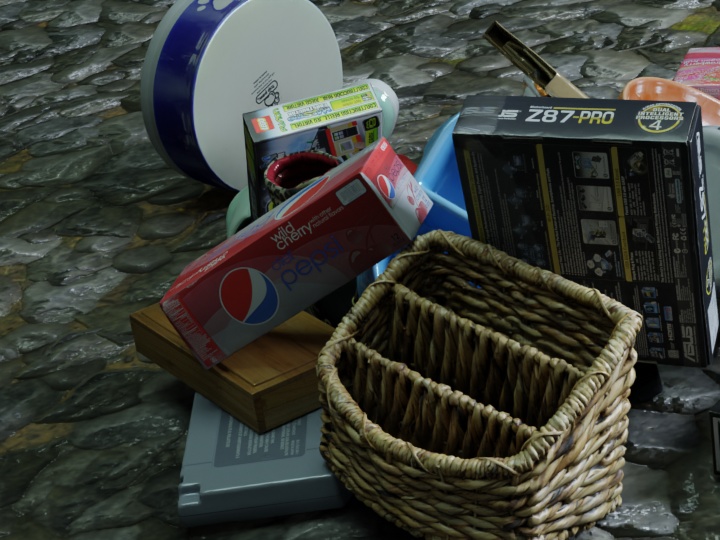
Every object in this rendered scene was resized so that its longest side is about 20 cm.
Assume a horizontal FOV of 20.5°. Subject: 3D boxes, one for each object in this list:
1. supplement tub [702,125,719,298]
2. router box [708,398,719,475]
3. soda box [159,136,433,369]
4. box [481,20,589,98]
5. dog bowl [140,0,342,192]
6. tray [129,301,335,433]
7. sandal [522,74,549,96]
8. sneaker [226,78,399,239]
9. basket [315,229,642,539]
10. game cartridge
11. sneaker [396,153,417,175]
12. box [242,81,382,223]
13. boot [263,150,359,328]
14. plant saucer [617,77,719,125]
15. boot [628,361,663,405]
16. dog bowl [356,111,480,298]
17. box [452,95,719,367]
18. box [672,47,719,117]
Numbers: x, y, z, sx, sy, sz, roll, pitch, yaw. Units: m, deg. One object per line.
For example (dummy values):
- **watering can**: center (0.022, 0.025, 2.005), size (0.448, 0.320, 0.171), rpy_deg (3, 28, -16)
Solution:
- **supplement tub**: center (0.303, -0.036, 1.469), size (0.122, 0.124, 0.199), rpy_deg (14, 4, 43)
- **router box**: center (0.348, 0.083, 1.342), size (0.156, 0.053, 0.200), rpy_deg (9, 30, 35)
- **soda box**: center (-0.048, -0.011, 1.418), size (0.199, 0.064, 0.070), rpy_deg (-32, 14, 27)
- **box**: center (0.205, -0.134, 1.738), size (0.021, 0.200, 0.164), rpy_deg (-51, 27, 8)
- **dog bowl**: center (-0.112, -0.177, 1.917), size (0.199, 0.202, 0.078), rpy_deg (-29, 33, -36)
- **tray**: center (-0.087, 0.058, 1.507), size (0.098, 0.037, 0.200), rpy_deg (-22, 26, -26)
- **sandal**: center (0.182, -0.109, 1.813), size (0.059, 0.079, 0.207), rpy_deg (-44, 37, 13)
- **sneaker**: center (-0.040, -0.077, 1.750), size (0.200, 0.074, 0.118), rpy_deg (-43, 16, 17)
- **basket**: center (0.065, 0.079, 1.299), size (0.142, 0.150, 0.199), rpy_deg (-20, 34, -39)
- **game cartridge**: center (-0.059, 0.119, 1.446), size (0.132, 0.041, 0.200), rpy_deg (-11, 24, 6)
- **sneaker**: center (0.060, -0.049, 1.752), size (0.084, 0.078, 0.200), rpy_deg (5, 21, -17)
- **box**: center (-0.037, -0.064, 1.648), size (0.109, 0.201, 0.035), rpy_deg (-16, 53, -11)
- **boot**: center (-0.002, 0.000, 1.528), size (0.073, 0.155, 0.203), rpy_deg (-30, 30, -18)
- **plant saucer**: center (0.297, -0.088, 1.655), size (0.199, 0.032, 0.201), rpy_deg (24, 29, -14)
- **boot**: center (0.132, 0.049, 1.497), size (0.164, 0.066, 0.201), rpy_deg (-31, 36, 14)
- **dog bowl**: center (0.075, -0.036, 1.462), size (0.111, 0.201, 0.050), rpy_deg (30, -10, 7)
- **box**: center (0.156, -0.024, 1.344), size (0.160, 0.201, 0.049), rpy_deg (2, 42, 19)
- **box**: center (0.383, -0.141, 1.774), size (0.198, 0.095, 0.103), rpy_deg (1, 27, 22)
